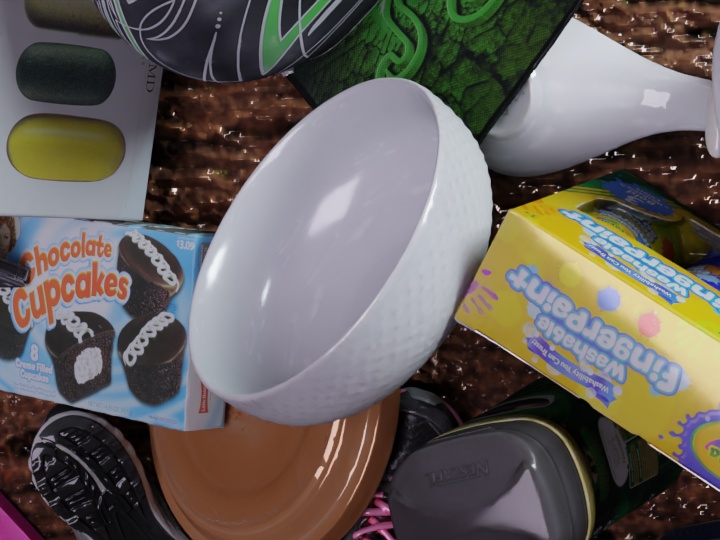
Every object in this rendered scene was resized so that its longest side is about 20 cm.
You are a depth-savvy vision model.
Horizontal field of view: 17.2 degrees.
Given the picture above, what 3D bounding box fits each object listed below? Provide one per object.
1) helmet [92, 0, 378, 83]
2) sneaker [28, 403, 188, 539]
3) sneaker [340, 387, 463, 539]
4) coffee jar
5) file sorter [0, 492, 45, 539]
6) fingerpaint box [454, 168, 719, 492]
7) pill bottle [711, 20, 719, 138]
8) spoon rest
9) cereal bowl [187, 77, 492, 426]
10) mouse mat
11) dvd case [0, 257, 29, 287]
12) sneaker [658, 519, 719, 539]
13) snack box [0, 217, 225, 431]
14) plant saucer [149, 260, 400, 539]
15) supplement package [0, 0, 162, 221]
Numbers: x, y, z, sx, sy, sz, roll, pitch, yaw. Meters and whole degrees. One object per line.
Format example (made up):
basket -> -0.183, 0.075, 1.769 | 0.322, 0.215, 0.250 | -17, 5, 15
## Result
helmet -> -0.070, -0.201, 1.314 | 0.191, 0.200, 0.200 | -45, 78, 2
sneaker -> -0.143, 0.167, 1.494 | 0.074, 0.079, 0.201 | -24, 107, -1
sneaker -> 0.011, 0.168, 1.393 | 0.079, 0.095, 0.201 | 17, 109, 6
coffee jar -> 0.097, 0.110, 1.285 | 0.104, 0.200, 0.086 | -16, 92, 29
file sorter -> -0.268, 0.241, 1.537 | 0.200, 0.125, 0.139 | 45, 115, 13
fingerpaint box -> 0.176, 0.033, 1.250 | 0.200, 0.167, 0.074 | 33, 113, 18
pill bottle -> 0.286, -0.097, 1.200 | 0.199, 0.112, 0.113 | 0, 99, 27
spoon rest -> 0.128, -0.095, 1.321 | 0.200, 0.061, 0.100 | 12, 104, 38
cereal bowl -> 0.000, 0.000, 1.298 | 0.200, 0.200, 0.083 | -36, 126, 28
mouse mat -> 0.040, -0.148, 1.349 | 0.161, 0.008, 0.200 | 51, 118, 30
dvd case -> -0.326, -0.016, 1.485 | 0.200, 0.149, 0.016 | 0, 73, 43
sneaker -> 0.251, 0.200, 1.292 | 0.199, 0.081, 0.116 | 1, 98, 25
snack box -> -0.159, 0.026, 1.455 | 0.200, 0.037, 0.117 | 8, 96, 43
plant saucer -> -0.059, 0.075, 1.410 | 0.200, 0.032, 0.201 | -10, 76, 42
supplement package -> -0.236, -0.115, 1.389 | 0.150, 0.200, 0.152 | 12, 96, 36
